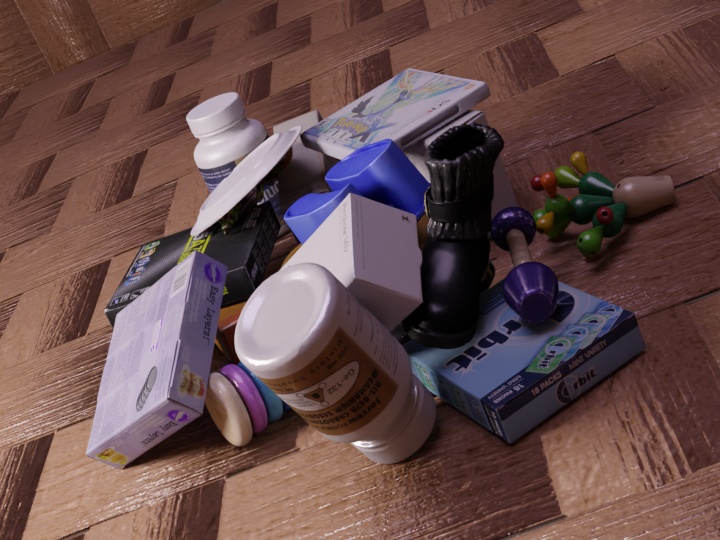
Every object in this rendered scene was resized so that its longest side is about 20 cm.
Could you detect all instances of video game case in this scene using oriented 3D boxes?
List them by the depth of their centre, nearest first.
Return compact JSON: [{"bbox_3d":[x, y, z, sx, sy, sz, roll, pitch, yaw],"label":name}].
[{"bbox_3d":[0.039,-0.192,1.642,0.181,0.022,0.200,-33,25,-16],"label":"video game case"}]

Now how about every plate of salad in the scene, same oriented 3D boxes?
[{"bbox_3d":[-0.140,-0.109,1.697,0.200,0.048,0.200,-41,14,13],"label":"plate of salad"}]

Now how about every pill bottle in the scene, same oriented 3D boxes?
[{"bbox_3d":[-0.017,0.094,1.234,0.113,0.200,0.115,-24,42,24],"label":"pill bottle"},{"bbox_3d":[-0.170,-0.145,1.886,0.110,0.202,0.111,-20,24,10],"label":"pill bottle"}]

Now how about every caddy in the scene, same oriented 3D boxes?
[{"bbox_3d":[0.005,-0.061,1.461,0.141,0.105,0.200,-43,13,-17],"label":"caddy"}]

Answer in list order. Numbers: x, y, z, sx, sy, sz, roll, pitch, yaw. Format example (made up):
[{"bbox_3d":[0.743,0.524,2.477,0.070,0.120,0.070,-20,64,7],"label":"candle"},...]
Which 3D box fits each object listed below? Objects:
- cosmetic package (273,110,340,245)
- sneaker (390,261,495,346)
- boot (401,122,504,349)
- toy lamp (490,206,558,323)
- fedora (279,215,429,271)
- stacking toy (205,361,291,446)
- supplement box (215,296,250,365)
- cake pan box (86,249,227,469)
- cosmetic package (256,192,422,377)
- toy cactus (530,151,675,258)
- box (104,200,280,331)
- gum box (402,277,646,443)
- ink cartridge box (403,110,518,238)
[{"bbox_3d":[-0.064,-0.116,1.799,0.072,0.104,0.201,-20,38,9],"label":"cosmetic package"},{"bbox_3d":[0.060,0.036,1.426,0.199,0.077,0.076,-31,-20,-19],"label":"sneaker"},{"bbox_3d":[0.092,-0.039,1.333,0.078,0.159,0.212,8,36,7],"label":"boot"},{"bbox_3d":[0.168,-0.005,1.353,0.058,0.059,0.201,-20,22,10],"label":"toy lamp"},{"bbox_3d":[0.000,0.000,1.576,0.198,0.083,0.201,-19,24,8],"label":"fedora"},{"bbox_3d":[-0.070,0.108,1.440,0.199,0.086,0.085,-29,24,-22],"label":"stacking toy"},{"bbox_3d":[-0.159,0.055,1.637,0.066,0.069,0.200,-27,25,-12],"label":"supplement box"},{"bbox_3d":[-0.226,0.097,1.467,0.184,0.052,0.202,-34,39,40],"label":"cake pan box"},{"bbox_3d":[-0.024,0.028,1.334,0.200,0.084,0.109,-47,35,43],"label":"cosmetic package"},{"bbox_3d":[0.270,-0.084,1.498,0.163,0.104,0.200,-12,16,4],"label":"toy cactus"},{"bbox_3d":[-0.206,-0.004,1.666,0.191,0.048,0.201,-19,22,16],"label":"box"},{"bbox_3d":[0.156,0.077,1.317,0.169,0.045,0.200,-32,24,-16],"label":"gum box"},{"bbox_3d":[0.090,-0.122,1.659,0.084,0.146,0.199,-35,26,-24],"label":"ink cartridge box"}]
